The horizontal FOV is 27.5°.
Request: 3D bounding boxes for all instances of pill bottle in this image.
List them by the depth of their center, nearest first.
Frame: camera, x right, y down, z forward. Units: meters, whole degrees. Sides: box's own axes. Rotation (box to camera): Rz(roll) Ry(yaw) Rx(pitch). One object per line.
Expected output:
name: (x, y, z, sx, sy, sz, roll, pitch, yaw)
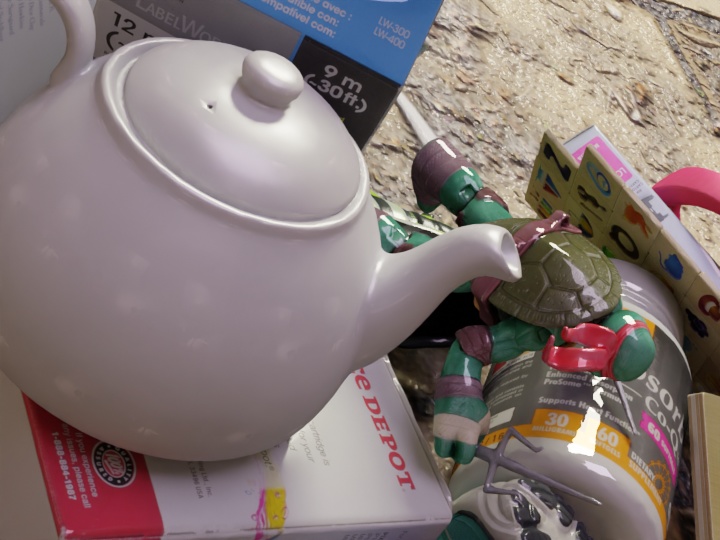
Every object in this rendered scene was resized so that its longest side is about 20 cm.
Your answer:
pill bottle: (0.122, 0.085, 0.817, 0.116, 0.117, 0.200, 34, 38, -5)

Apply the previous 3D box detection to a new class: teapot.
teapot: (-0.070, -0.031, 0.619, 0.199, 0.147, 0.198, -1, 45, -40)

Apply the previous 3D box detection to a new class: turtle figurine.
turtle figurine: (0.079, 0.016, 0.713, 0.149, 0.101, 0.200, -19, 47, -39)

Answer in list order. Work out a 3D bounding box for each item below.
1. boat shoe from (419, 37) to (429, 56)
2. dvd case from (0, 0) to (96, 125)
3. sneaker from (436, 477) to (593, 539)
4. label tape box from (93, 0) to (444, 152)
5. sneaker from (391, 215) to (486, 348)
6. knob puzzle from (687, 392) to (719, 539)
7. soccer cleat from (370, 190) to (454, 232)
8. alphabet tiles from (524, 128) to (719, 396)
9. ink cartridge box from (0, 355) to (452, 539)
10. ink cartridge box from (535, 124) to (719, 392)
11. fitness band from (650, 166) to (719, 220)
boat shoe: (-0.051, -0.089, 0.809, 0.067, 0.200, 0.074, 50, 3, 13)
dvd case: (-0.165, -0.102, 0.752, 0.017, 0.144, 0.200, 21, 34, 29)
sneaker: (0.100, 0.194, 0.723, 0.201, 0.079, 0.077, 60, 32, -3)
label tape box: (-0.047, -0.117, 0.684, 0.142, 0.200, 0.066, 27, 57, -6)
sneaker: (0.000, 0.000, 0.797, 0.198, 0.072, 0.083, 9, 15, -10)
knob puzzle: (0.232, 0.175, 0.843, 0.219, 0.030, 0.222, 23, 61, -48)
soccer cleat: (0.002, -0.014, 0.874, 0.199, 0.068, 0.081, 36, 54, 0)
alphabet tiles: (0.172, 0.007, 0.919, 0.006, 0.167, 0.200, -34, 72, -14)
ink cartridge box: (-0.076, 0.081, 0.684, 0.199, 0.086, 0.148, 7, 45, -36)
ink cartridge box: (0.192, 0.012, 0.951, 0.042, 0.119, 0.201, -32, 73, -12)
fitness band: (0.248, 0.025, 0.949, 0.037, 0.144, 0.201, -33, 103, -13)
